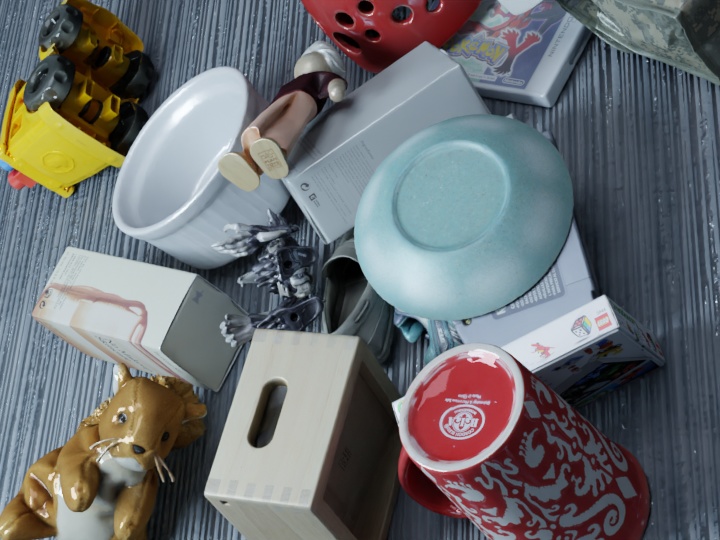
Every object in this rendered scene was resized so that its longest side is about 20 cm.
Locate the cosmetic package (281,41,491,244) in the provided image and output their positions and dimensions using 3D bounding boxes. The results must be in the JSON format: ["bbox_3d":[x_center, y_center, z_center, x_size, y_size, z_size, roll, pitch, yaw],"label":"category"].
[{"bbox_3d":[0.018,-0.126,1.708,0.200,0.081,0.113,-33,24,-1],"label":"cosmetic package"}]

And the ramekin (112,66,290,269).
[{"bbox_3d":[-0.152,-0.099,1.817,0.200,0.098,0.201,-32,39,30],"label":"ramekin"}]

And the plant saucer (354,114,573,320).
[{"bbox_3d":[0.082,-0.056,1.532,0.200,0.039,0.202,-10,61,19],"label":"plant saucer"}]

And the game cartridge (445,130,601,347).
[{"bbox_3d":[0.127,-0.016,1.536,0.133,0.042,0.201,-22,58,17],"label":"game cartridge"}]

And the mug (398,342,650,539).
[{"bbox_3d":[0.107,0.160,1.385,0.177,0.200,0.134,-29,47,16],"label":"mug"}]

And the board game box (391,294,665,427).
[{"bbox_3d":[0.140,0.093,1.463,0.199,0.126,0.035,-28,64,16],"label":"board game box"}]

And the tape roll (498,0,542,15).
[{"bbox_3d":[0.200,-0.328,1.691,0.203,0.037,0.203,-46,12,13],"label":"tape roll"}]

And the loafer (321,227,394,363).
[{"bbox_3d":[0.000,0.000,1.673,0.070,0.070,0.201,-21,45,27],"label":"loafer"}]

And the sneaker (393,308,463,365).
[{"bbox_3d":[0.058,0.014,1.620,0.086,0.078,0.200,-39,44,12],"label":"sneaker"}]

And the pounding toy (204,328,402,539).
[{"bbox_3d":[-0.047,0.144,1.545,0.141,0.184,0.201,3,61,24],"label":"pounding toy"}]

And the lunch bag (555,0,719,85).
[{"bbox_3d":[0.289,-0.281,1.631,0.164,0.118,0.200,-51,41,-6],"label":"lunch bag"}]

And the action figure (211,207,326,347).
[{"bbox_3d":[-0.088,0.007,1.665,0.102,0.120,0.200,-12,7,-7],"label":"action figure"}]

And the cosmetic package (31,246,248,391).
[{"bbox_3d":[-0.219,0.047,1.782,0.199,0.103,0.088,10,67,42],"label":"cosmetic package"}]

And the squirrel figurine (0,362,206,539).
[{"bbox_3d":[-0.220,0.160,1.649,0.187,0.141,0.200,-60,6,29],"label":"squirrel figurine"}]

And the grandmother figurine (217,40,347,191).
[{"bbox_3d":[-0.062,-0.156,1.696,0.121,0.061,0.200,-12,31,28],"label":"grandmother figurine"}]

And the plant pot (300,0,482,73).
[{"bbox_3d":[0.015,-0.330,1.806,0.200,0.182,0.201,-28,40,27],"label":"plant pot"}]

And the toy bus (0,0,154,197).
[{"bbox_3d":[-0.344,-0.185,2.041,0.192,0.135,0.201,-33,41,35],"label":"toy bus"}]

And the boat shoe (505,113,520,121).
[{"bbox_3d":[0.143,-0.054,1.616,0.068,0.072,0.201,-25,54,18],"label":"boat shoe"}]

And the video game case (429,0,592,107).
[{"bbox_3d":[0.150,-0.255,1.786,0.199,0.023,0.183,15,69,42],"label":"video game case"}]
